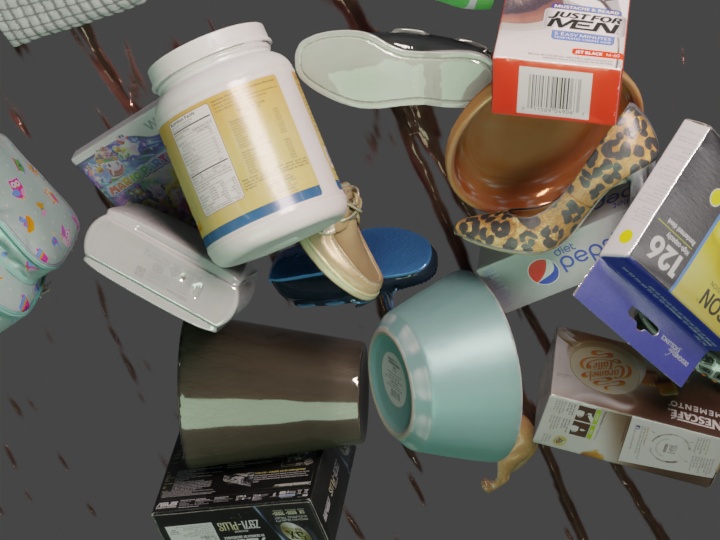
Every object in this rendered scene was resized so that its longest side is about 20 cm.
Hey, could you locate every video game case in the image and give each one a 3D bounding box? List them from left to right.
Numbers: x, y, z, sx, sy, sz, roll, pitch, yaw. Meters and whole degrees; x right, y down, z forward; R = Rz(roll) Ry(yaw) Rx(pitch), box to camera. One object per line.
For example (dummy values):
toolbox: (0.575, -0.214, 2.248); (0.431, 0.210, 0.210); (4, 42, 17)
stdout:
video game case: (-0.191, -0.082, 1.795); (0.142, 0.018, 0.200); (-26, 119, 31)

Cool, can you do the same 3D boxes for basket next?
basket: (-0.093, 0.136, 1.882); (0.197, 0.136, 0.183); (1, 107, 6)

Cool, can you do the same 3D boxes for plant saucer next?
plant saucer: (0.172, -0.133, 1.614); (0.198, 0.038, 0.201); (-12, 142, -10)

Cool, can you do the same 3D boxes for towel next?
towel: (-0.301, -0.323, 1.577); (0.164, 0.086, 0.201); (-11, 128, 23)

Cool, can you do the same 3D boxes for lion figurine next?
lion figurine: (0.148, 0.168, 1.906); (0.122, 0.073, 0.200); (-30, 132, 23)

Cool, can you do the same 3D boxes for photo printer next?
photo printer: (-0.188, -0.006, 1.726); (0.165, 0.200, 0.070); (29, 95, 0)

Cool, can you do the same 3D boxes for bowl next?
bowl: (0.076, 0.108, 1.744); (0.104, 0.202, 0.202); (-11, 135, -22)

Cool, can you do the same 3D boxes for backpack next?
backpack: (-0.396, -0.030, 1.764); (0.152, 0.201, 0.176); (-22, 121, 27)

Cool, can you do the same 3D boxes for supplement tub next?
supplement tub: (-0.111, -0.120, 1.617); (0.144, 0.144, 0.202); (-24, 86, 29)

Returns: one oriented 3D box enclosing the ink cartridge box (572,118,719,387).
ink cartridge box: (0.322, -0.008, 1.621); (0.197, 0.201, 0.047); (36, 173, -37)

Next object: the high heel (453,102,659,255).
high heel: (0.186, -0.090, 1.621); (0.197, 0.071, 0.144); (0, 107, 9)

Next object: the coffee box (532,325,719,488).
coffee box: (0.293, 0.146, 1.814); (0.198, 0.115, 0.080); (15, 131, 1)

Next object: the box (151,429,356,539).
box: (-0.121, 0.243, 1.956); (0.198, 0.165, 0.087); (-8, 128, 18)

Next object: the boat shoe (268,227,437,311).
boat shoe: (0.000, 0.000, 1.795); (0.198, 0.085, 0.069); (0, 139, 35)

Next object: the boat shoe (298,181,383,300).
boat shoe: (-0.033, -0.062, 1.706); (0.065, 0.072, 0.201); (-37, 82, 24)

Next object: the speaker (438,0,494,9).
speaker: (0.032, -0.297, 1.521); (0.198, 0.089, 0.089); (16, 131, -1)

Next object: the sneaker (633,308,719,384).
sneaker: (0.370, 0.080, 1.777); (0.200, 0.079, 0.077); (41, 140, -17)

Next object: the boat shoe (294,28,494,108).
boat shoe: (0.037, -0.194, 1.622); (0.198, 0.060, 0.076); (12, 112, 5)

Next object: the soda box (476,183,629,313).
soda box: (0.218, -0.031, 1.712); (0.199, 0.069, 0.064); (-23, 119, 28)

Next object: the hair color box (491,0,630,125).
hair color box: (0.179, -0.216, 1.478); (0.110, 0.201, 0.064); (6, 132, 8)
